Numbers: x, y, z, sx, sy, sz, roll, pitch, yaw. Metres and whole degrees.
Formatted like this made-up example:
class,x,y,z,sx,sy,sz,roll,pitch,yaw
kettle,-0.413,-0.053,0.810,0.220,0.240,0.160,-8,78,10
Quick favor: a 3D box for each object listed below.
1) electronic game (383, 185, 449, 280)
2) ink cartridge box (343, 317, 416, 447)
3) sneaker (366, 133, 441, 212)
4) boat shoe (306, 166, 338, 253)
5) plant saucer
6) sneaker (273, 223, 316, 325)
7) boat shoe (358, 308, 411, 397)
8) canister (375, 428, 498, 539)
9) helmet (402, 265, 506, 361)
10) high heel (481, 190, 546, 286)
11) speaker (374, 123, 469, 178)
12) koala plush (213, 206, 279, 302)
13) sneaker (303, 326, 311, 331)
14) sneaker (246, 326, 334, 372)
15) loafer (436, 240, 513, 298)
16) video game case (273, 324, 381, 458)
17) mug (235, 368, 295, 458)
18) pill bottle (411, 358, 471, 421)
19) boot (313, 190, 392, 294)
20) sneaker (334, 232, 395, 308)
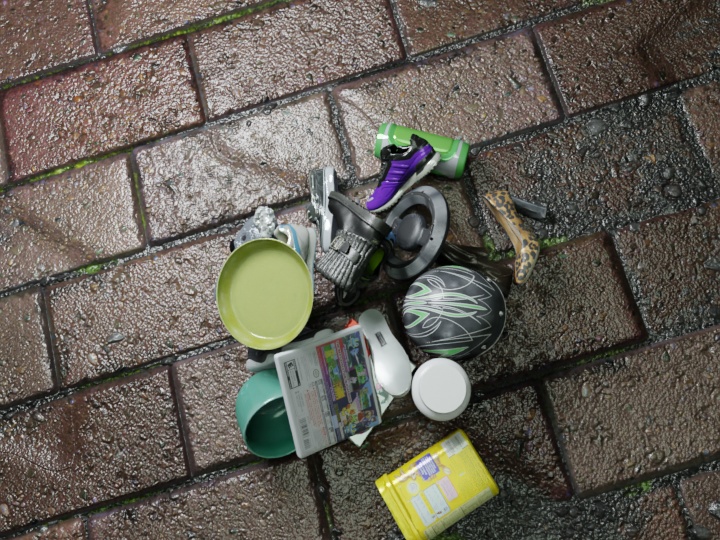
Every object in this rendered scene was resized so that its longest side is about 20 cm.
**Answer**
class,x,y,z,sx,sy,sz,roll,pitch,yaw
electronic game,0.107,-0.078,1.276,0.041,0.198,0.204,22,77,-36
ink cartridge box,-0.010,0.225,1.276,0.172,0.044,0.201,36,83,10
sneaker,0.069,-0.211,1.304,0.099,0.070,0.199,43,119,-15
boat shoe,-0.083,-0.127,1.351,0.069,0.072,0.204,-6,67,12
plant saucer,-0.173,0.043,1.148,0.196,0.031,0.205,-1,88,18
sneaker,-0.133,0.010,1.194,0.079,0.076,0.204,9,69,-26
boat shoe,0.053,0.166,1.211,0.070,0.064,0.202,-22,49,0
canister,0.149,0.420,1.200,0.198,0.087,0.150,-32,77,-4
helmet,0.180,0.083,1.213,0.195,0.191,0.205,-1,78,5
high heel,0.302,-0.071,1.293,0.140,0.072,0.203,18,64,2
speaker,0.133,-0.259,1.346,0.196,0.089,0.090,16,79,8
koala plush,-0.203,-0.022,1.289,0.180,0.178,0.205,1,77,-7
sneaker,-0.090,0.183,1.273,0.197,0.075,0.101,23,87,29
sneaker,-0.148,0.122,1.231,0.197,0.075,0.116,-22,67,18
loafer,0.232,-0.019,1.299,0.198,0.073,0.072,32,78,1
video game case,-0.058,0.227,1.174,0.179,0.023,0.204,-17,101,-25
mug,-0.157,0.264,1.227,0.182,0.154,0.115,-25,35,-12
pill bottle,0.151,0.227,1.181,0.110,0.200,0.116,-1,77,4
boot,-0.039,-0.060,1.233,0.159,0.079,0.211,-58,35,6
sneaker,0.000,0.000,1.272,0.070,0.083,0.201,34,120,-4
